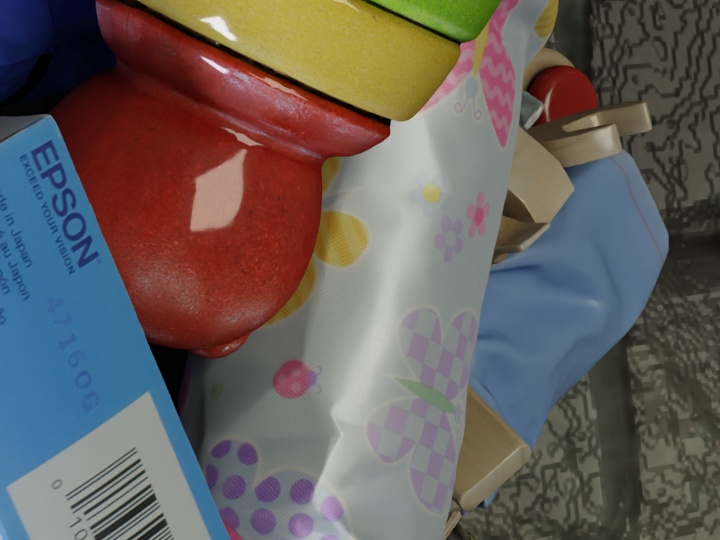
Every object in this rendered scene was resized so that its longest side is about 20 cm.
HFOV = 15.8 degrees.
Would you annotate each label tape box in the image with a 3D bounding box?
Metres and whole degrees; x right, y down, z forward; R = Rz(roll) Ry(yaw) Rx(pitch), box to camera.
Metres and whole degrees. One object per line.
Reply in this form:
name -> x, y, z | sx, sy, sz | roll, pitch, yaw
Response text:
label tape box -> -0.127, 0.040, 0.669 | 0.066, 0.199, 0.144 | -34, 111, -33

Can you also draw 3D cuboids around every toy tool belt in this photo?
toy tool belt -> 0.048, -0.001, 0.841 | 0.200, 0.122, 0.125 | -52, 125, -30

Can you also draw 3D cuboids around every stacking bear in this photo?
stacking bear -> -0.021, -0.076, 0.659 | 0.121, 0.113, 0.201 | 16, 101, -52

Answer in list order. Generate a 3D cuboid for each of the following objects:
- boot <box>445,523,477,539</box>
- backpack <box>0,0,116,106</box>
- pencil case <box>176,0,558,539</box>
boot -> 0.068, 0.131, 0.889 | 0.174, 0.069, 0.200 | 45, 50, -12
backpack -> -0.117, -0.133, 0.729 | 0.199, 0.162, 0.169 | -23, 121, -42
pencil case -> 0.000, 0.000, 0.734 | 0.091, 0.083, 0.201 | 31, 69, -57
